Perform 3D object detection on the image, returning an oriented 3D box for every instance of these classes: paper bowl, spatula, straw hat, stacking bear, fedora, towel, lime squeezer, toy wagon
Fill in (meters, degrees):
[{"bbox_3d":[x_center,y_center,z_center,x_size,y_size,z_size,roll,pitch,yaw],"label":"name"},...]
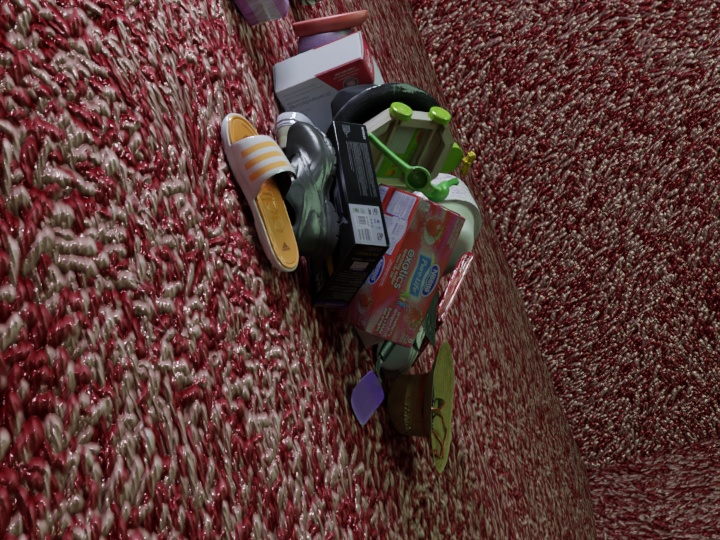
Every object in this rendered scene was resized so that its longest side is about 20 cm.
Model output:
[{"bbox_3d":[0.106,-0.057,1.965,0.105,0.200,0.201,65,8,31],"label":"paper bowl"},{"bbox_3d":[0.029,0.134,1.695,0.057,0.020,0.200,65,31,-29],"label":"spatula"},{"bbox_3d":[0.086,0.206,1.818,0.201,0.085,0.202,1,90,-75],"label":"straw hat"},{"bbox_3d":[-0.042,-0.314,1.949,0.121,0.113,0.201,8,-69,57],"label":"stacking bear"},{"bbox_3d":[0.020,-0.210,1.725,0.092,0.200,0.201,56,0,40],"label":"fedora"},{"bbox_3d":[0.129,0.065,1.977,0.145,0.022,0.200,-61,179,-30],"label":"towel"},{"bbox_3d":[0.088,-0.134,1.652,0.200,0.038,0.071,21,52,-45],"label":"lime squeezer"},{"bbox_3d":[0.075,-0.165,1.702,0.199,0.155,0.040,0,40,-35],"label":"toy wagon"}]

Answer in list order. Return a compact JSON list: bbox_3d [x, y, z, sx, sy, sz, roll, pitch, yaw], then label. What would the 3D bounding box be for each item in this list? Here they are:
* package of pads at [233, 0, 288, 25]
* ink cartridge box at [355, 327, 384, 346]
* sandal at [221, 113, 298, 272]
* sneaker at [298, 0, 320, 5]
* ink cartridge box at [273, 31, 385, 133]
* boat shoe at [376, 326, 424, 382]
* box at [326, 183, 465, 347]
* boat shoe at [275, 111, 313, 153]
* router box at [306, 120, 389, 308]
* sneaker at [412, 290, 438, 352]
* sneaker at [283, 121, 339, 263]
[{"bbox_3d":[-0.162,-0.466,1.724,0.121,0.075,0.201,57,19,-55],"label":"package of pads"},{"bbox_3d":[0.000,0.000,1.775,0.116,0.068,0.200,-90,158,-52],"label":"ink cartridge box"},{"bbox_3d":[-0.104,-0.103,1.460,0.079,0.059,0.207,-19,87,-61],"label":"sandal"},{"bbox_3d":[-0.095,-0.546,2.068,0.146,0.077,0.203,53,30,-25],"label":"sneaker"},{"bbox_3d":[-0.026,-0.243,1.819,0.083,0.145,0.200,-97,162,-49],"label":"ink cartridge box"},{"bbox_3d":[0.074,0.084,1.888,0.066,0.072,0.201,78,21,-58],"label":"boat shoe"},{"bbox_3d":[0.049,-0.007,1.647,0.095,0.201,0.100,22,1,-38],"label":"box"},{"bbox_3d":[-0.069,-0.154,1.735,0.200,0.072,0.062,43,48,-49],"label":"boat shoe"},{"bbox_3d":[-0.028,-0.074,1.602,0.157,0.052,0.201,125,-38,-50],"label":"router box"},{"bbox_3d":[0.075,0.012,1.773,0.104,0.060,0.200,43,37,-48],"label":"sneaker"},{"bbox_3d":[-0.081,-0.110,1.548,0.091,0.076,0.201,10,59,-32],"label":"sneaker"}]
